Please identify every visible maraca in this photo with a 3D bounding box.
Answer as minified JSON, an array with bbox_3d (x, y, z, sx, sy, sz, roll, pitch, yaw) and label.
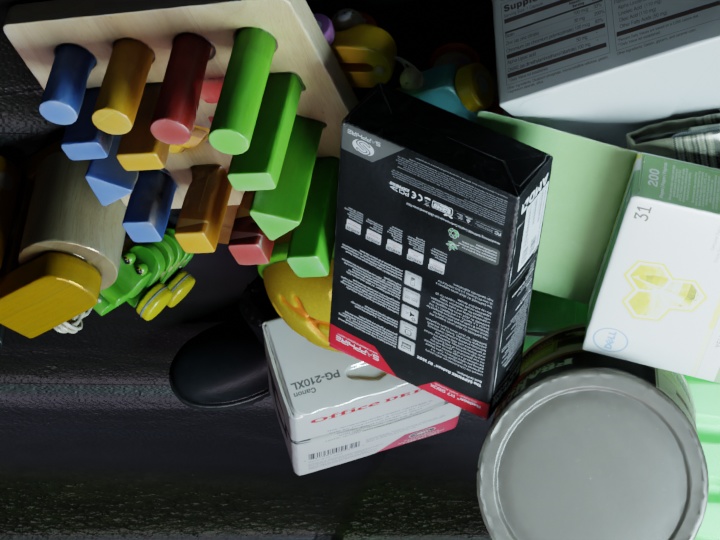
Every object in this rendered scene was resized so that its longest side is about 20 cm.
[{"bbox_3d":[0.000,0.000,1.482,0.137,0.107,0.200,8,167,-13],"label":"maraca"}]

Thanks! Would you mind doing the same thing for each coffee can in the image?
[{"bbox_3d":[0.157,0.122,1.425,0.146,0.147,0.200,-6,-174,8],"label":"coffee can"}]

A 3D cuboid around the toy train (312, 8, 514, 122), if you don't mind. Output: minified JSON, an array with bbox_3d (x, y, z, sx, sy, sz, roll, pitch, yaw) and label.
[{"bbox_3d":[0.002,-0.117,1.389,0.200,0.056,0.150,16,147,-7],"label":"toy train"}]

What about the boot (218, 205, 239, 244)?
[{"bbox_3d":[-0.016,-0.053,1.577,0.200,0.069,0.188,14,159,-19],"label":"boot"}]

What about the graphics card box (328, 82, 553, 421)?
[{"bbox_3d":[0.046,-0.010,1.321,0.125,0.051,0.200,25,139,20],"label":"graphics card box"}]

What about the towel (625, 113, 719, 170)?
[{"bbox_3d":[0.275,-0.030,1.316,0.192,0.035,0.200,-7,132,14],"label":"towel"}]

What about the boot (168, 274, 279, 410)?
[{"bbox_3d":[-0.080,0.047,1.748,0.200,0.077,0.168,-13,159,6],"label":"boot"}]

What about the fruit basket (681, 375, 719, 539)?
[{"bbox_3d":[0.300,0.111,1.591,0.215,0.216,0.156,2,-173,-10],"label":"fruit basket"}]

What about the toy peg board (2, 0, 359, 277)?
[{"bbox_3d":[-0.108,-0.077,1.346,0.199,0.098,0.200,-3,144,22],"label":"toy peg board"}]

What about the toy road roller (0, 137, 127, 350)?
[{"bbox_3d":[-0.272,-0.032,1.498,0.200,0.123,0.146,-22,139,38],"label":"toy road roller"}]

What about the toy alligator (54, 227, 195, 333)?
[{"bbox_3d":[-0.170,0.001,1.599,0.054,0.059,0.200,-52,172,23],"label":"toy alligator"}]

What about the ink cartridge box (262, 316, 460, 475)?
[{"bbox_3d":[0.003,0.084,1.669,0.144,0.085,0.200,-17,163,-6],"label":"ink cartridge box"}]

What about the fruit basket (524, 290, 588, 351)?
[{"bbox_3d":[0.177,0.042,1.692,0.200,0.094,0.185,7,-172,-30],"label":"fruit basket"}]

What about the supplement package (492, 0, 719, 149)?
[{"bbox_3d":[0.196,-0.134,1.319,0.155,0.111,0.200,-16,154,28],"label":"supplement package"}]

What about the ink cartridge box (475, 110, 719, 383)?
[{"bbox_3d":[0.155,-0.012,1.299,0.199,0.048,0.146,13,137,1],"label":"ink cartridge box"}]
